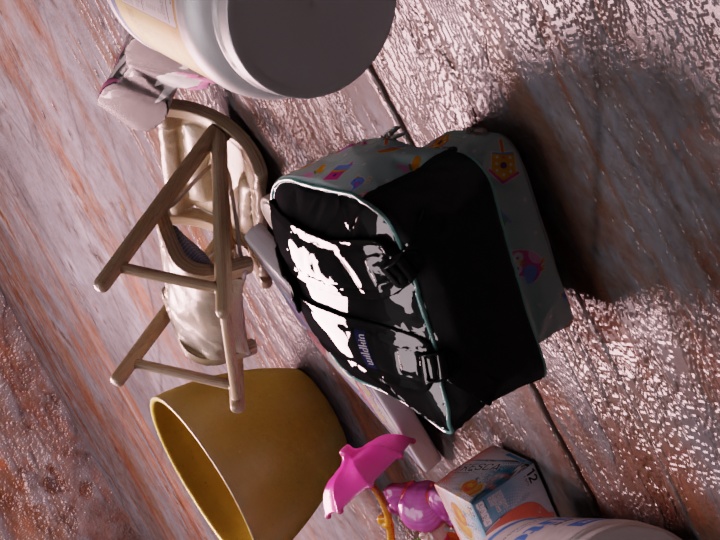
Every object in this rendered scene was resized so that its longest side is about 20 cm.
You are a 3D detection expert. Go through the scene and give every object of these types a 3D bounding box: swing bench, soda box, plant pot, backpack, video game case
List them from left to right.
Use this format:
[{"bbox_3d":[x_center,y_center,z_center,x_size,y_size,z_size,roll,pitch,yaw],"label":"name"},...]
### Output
[{"bbox_3d":[-0.145,-0.013,1.830,0.129,0.201,0.199,12,152,6],"label":"swing bench"},{"bbox_3d":[-0.098,0.176,2.032,0.200,0.141,0.201,50,160,25],"label":"plant pot"},{"bbox_3d":[-0.014,0.068,1.745,0.182,0.023,0.200,48,174,33],"label":"video game case"},{"bbox_3d":[0.034,-0.006,1.348,0.199,0.153,0.177,9,126,56],"label":"backpack"},{"bbox_3d":[0.134,0.241,1.627,0.068,0.063,0.201,20,138,63],"label":"soda box"}]

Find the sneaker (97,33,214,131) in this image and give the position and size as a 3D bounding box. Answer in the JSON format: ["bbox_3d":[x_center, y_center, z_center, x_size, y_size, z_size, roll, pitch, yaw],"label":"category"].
[{"bbox_3d":[-0.160,-0.196,1.709,0.080,0.087,0.200,28,151,-24],"label":"sneaker"}]

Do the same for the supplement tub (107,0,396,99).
[{"bbox_3d":[-0.076,-0.196,1.357,0.200,0.144,0.146,31,148,55],"label":"supplement tub"}]

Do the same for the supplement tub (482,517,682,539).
[{"bbox_3d":[0.156,0.241,1.452,0.133,0.131,0.200,60,162,-3],"label":"supplement tub"}]

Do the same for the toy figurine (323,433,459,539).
[{"bbox_3d":[0.046,0.224,1.713,0.199,0.150,0.185,10,136,36],"label":"toy figurine"}]

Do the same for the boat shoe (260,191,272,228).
[{"bbox_3d":[0.000,0.000,1.639,0.200,0.057,0.067,50,164,12],"label":"boat shoe"}]
